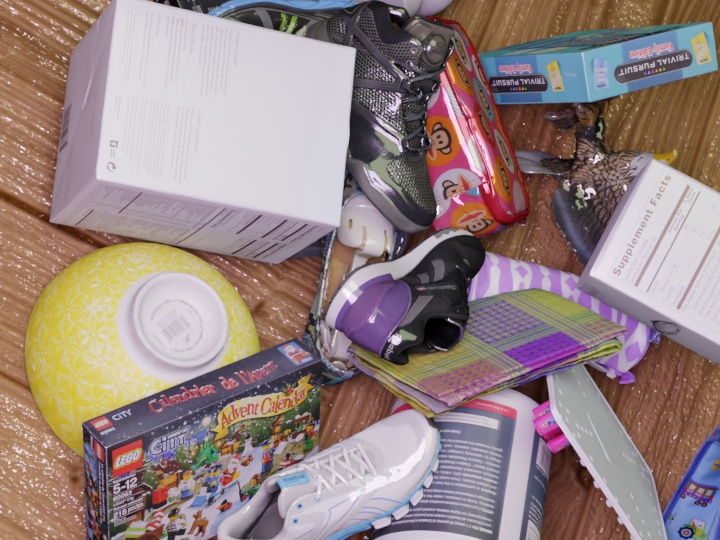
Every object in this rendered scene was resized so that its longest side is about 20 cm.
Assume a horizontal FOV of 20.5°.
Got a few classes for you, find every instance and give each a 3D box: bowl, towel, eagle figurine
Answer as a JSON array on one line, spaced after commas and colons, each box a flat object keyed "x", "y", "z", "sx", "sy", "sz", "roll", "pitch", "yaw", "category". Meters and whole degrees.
[{"x": -0.161, "y": 0.057, "z": 1.599, "sx": 0.199, "sy": 0.108, "sz": 0.201, "roll": 10, "pitch": 65, "yaw": -21, "category": "bowl"}, {"x": 0.101, "y": 0.063, "z": 1.633, "sx": 0.199, "sy": 0.144, "sz": 0.023, "roll": -18, "pitch": 116, "yaw": -28, "category": "towel"}, {"x": 0.243, "y": -0.068, "z": 1.829, "sx": 0.151, "sy": 0.151, "sz": 0.201, "roll": -23, "pitch": 93, "yaw": -13, "category": "eagle figurine"}]

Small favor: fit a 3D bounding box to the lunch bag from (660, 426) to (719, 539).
[{"x": 0.350, "y": 0.186, "z": 1.725, "sx": 0.150, "sy": 0.201, "sz": 0.094, "roll": -8, "pitch": 36, "yaw": -28, "category": "lunch bag"}]

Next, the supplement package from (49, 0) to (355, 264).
[{"x": -0.127, "y": -0.107, "z": 1.593, "sx": 0.199, "sy": 0.151, "sz": 0.152, "roll": 11, "pitch": 74, "yaw": -20, "category": "supplement package"}]

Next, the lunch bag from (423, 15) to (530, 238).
[{"x": 0.083, "y": -0.124, "z": 1.777, "sx": 0.201, "sy": 0.082, "sz": 0.176, "roll": 69, "pitch": 16, "yaw": 2, "category": "lunch bag"}]

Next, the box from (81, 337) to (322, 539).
[{"x": -0.122, "y": 0.148, "z": 1.564, "sx": 0.200, "sy": 0.137, "sz": 0.038, "roll": -21, "pitch": 42, "yaw": -31, "category": "box"}]

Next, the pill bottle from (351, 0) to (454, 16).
[{"x": 0.069, "y": -0.310, "z": 1.867, "sx": 0.112, "sy": 0.112, "sz": 0.200, "roll": 48, "pitch": 57, "yaw": 1, "category": "pill bottle"}]

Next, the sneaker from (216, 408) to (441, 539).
[{"x": -0.026, "y": 0.173, "z": 1.560, "sx": 0.200, "sy": 0.087, "sz": 0.075, "roll": -38, "pitch": 55, "yaw": 5, "category": "sneaker"}]

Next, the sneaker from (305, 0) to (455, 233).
[{"x": 0.036, "y": -0.136, "z": 1.654, "sx": 0.076, "sy": 0.114, "sz": 0.200, "roll": -2, "pitch": 69, "yaw": -58, "category": "sneaker"}]

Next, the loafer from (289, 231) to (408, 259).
[{"x": -0.060, "y": -0.045, "z": 1.731, "sx": 0.199, "sy": 0.063, "sz": 0.072, "roll": 12, "pitch": 93, "yaw": -16, "category": "loafer"}]

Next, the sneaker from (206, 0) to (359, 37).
[{"x": -0.070, "y": -0.188, "z": 1.719, "sx": 0.199, "sy": 0.071, "sz": 0.083, "roll": -8, "pitch": 66, "yaw": -31, "category": "sneaker"}]

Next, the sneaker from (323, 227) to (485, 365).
[{"x": 0.057, "y": 0.031, "z": 1.629, "sx": 0.087, "sy": 0.076, "sz": 0.200, "roll": 38, "pitch": 34, "yaw": 19, "category": "sneaker"}]

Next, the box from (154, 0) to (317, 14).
[{"x": -0.091, "y": -0.221, "z": 1.792, "sx": 0.160, "sy": 0.044, "sz": 0.201, "roll": -17, "pitch": 76, "yaw": -30, "category": "box"}]

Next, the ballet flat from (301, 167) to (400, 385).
[{"x": 0.000, "y": 0.000, "z": 1.680, "sx": 0.074, "sy": 0.074, "sz": 0.201, "roll": 9, "pitch": 90, "yaw": -22, "category": "ballet flat"}]

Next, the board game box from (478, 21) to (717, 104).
[{"x": 0.203, "y": -0.188, "z": 1.827, "sx": 0.151, "sy": 0.200, "sz": 0.047, "roll": -16, "pitch": 102, "yaw": -29, "category": "board game box"}]

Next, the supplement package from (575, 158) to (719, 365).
[{"x": 0.301, "y": 0.007, "z": 1.700, "sx": 0.200, "sy": 0.117, "sz": 0.118, "roll": 28, "pitch": 86, "yaw": 4, "category": "supplement package"}]

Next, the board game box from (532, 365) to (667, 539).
[{"x": 0.198, "y": 0.152, "z": 1.675, "sx": 0.200, "sy": 0.026, "sz": 0.200, "roll": 56, "pitch": 15, "yaw": -20, "category": "board game box"}]

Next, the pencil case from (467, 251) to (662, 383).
[{"x": 0.164, "y": 0.040, "z": 1.781, "sx": 0.199, "sy": 0.084, "sz": 0.086, "roll": 16, "pitch": 84, "yaw": -17, "category": "pencil case"}]

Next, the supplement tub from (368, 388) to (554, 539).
[{"x": 0.080, "y": 0.202, "z": 1.629, "sx": 0.140, "sy": 0.140, "sz": 0.201, "roll": 21, "pitch": 61, "yaw": -16, "category": "supplement tub"}]
